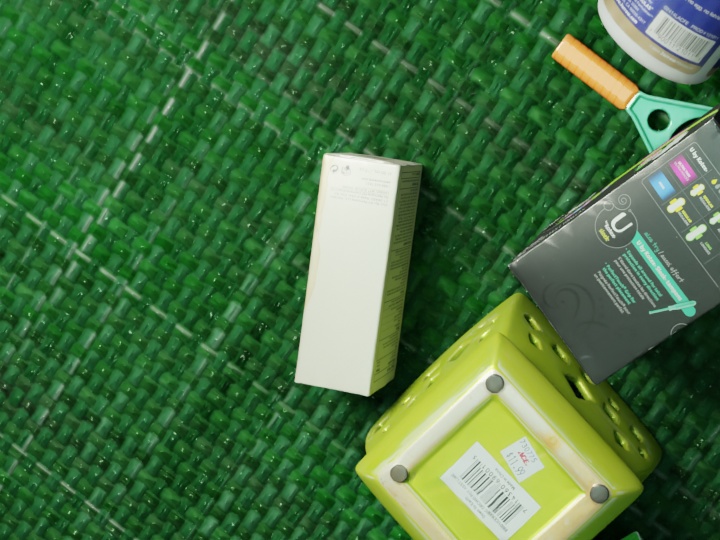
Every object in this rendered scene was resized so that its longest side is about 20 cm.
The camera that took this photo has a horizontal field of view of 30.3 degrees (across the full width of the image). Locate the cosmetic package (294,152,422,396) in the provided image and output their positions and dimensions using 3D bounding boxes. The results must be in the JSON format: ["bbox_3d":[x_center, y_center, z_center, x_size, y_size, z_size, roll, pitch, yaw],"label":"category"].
[{"bbox_3d":[0.000,0.000,1.177,0.072,0.103,0.202,10,96,13],"label":"cosmetic package"}]

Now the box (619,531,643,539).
[{"bbox_3d":[0.201,0.349,1.128,0.199,0.097,0.177,-32,117,10],"label":"box"}]

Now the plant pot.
[{"bbox_3d":[0.121,0.162,1.124,0.199,0.181,0.200,-44,86,13],"label":"plant pot"}]

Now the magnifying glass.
[{"bbox_3d":[0.251,-0.134,1.147,0.200,0.022,0.080,39,103,8],"label":"magnifying glass"}]

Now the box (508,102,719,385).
[{"bbox_3d":[0.245,-0.026,1.080,0.200,0.148,0.125,-38,88,22],"label":"box"}]

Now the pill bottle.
[{"bbox_3d":[0.287,-0.255,1.046,0.116,0.116,0.200,41,126,7],"label":"pill bottle"}]
